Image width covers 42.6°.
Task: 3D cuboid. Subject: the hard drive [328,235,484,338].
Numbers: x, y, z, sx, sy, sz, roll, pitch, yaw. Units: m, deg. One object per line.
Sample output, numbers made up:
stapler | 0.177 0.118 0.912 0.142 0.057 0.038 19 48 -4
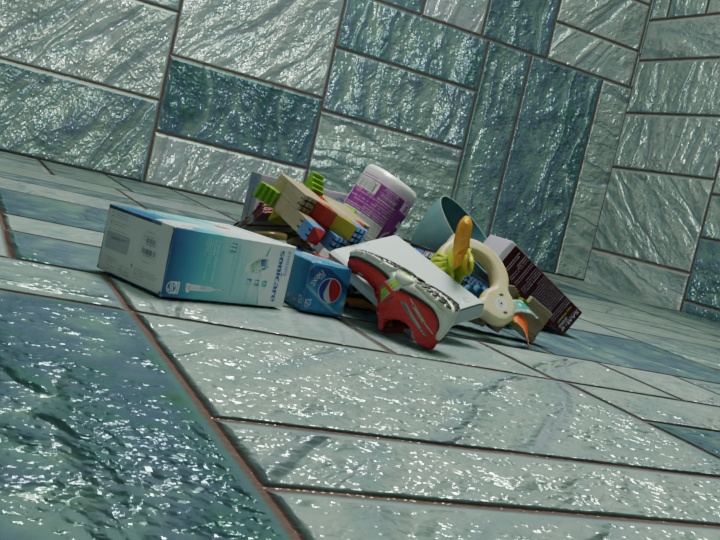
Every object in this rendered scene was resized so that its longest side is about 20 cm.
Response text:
hard drive | 0.062 0.018 1.310 0.131 0.027 0.200 -14 38 -34

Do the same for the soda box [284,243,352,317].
soda box | -0.084 0.008 1.302 0.063 0.069 0.200 11 6 -27

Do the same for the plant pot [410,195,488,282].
plant pot | 0.172 -0.028 1.850 0.200 0.134 0.201 43 23 -23

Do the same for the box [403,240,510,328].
box | 0.159 0.018 1.645 0.199 0.050 0.198 32 -2 -26

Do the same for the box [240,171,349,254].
box | -0.123 -0.082 1.679 0.198 0.158 0.041 10 8 -39

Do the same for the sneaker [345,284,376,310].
sneaker | 0.010 0.018 1.396 0.197 0.078 0.078 12 7 -1

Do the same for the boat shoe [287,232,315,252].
boat shoe | -0.112 -0.031 1.500 0.071 0.066 0.200 -26 8 -6

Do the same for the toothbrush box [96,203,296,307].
toothbrush box | -0.203 -0.017 1.162 0.145 0.087 0.199 18 6 42

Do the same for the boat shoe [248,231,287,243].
boat shoe | -0.188 -0.017 1.317 0.198 0.066 0.073 -7 -10 40

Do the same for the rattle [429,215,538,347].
rattle | 0.207 0.013 1.361 0.200 0.143 0.130 42 41 5

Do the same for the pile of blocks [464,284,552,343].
pile of blocks | 0.201 0.056 1.469 0.197 0.083 0.062 12 5 -14

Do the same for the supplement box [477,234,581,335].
supplement box | 0.308 0.026 1.718 0.200 0.061 0.109 42 -3 -16

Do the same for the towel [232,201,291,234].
towel | -0.153 -0.065 1.521 0.143 0.023 0.199 0 -20 -39

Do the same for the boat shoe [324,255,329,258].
boat shoe | 0.000 0.000 1.575 0.068 0.076 0.199 14 0 35

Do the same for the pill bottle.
pill bottle | 0.006 -0.081 1.674 0.112 0.201 0.112 33 -1 0

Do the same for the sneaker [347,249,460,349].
sneaker | 0.038 0.036 1.199 0.077 0.086 0.199 24 7 -45

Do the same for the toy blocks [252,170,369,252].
toy blocks | -0.048 -0.070 1.395 0.199 0.101 0.137 23 14 -46
